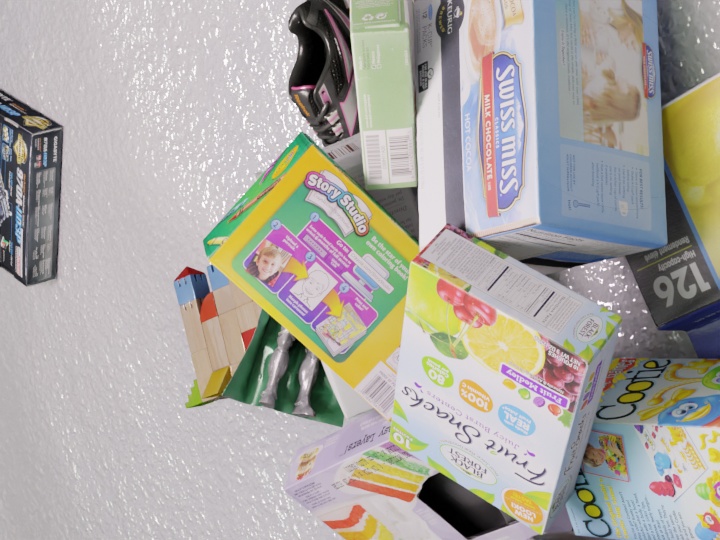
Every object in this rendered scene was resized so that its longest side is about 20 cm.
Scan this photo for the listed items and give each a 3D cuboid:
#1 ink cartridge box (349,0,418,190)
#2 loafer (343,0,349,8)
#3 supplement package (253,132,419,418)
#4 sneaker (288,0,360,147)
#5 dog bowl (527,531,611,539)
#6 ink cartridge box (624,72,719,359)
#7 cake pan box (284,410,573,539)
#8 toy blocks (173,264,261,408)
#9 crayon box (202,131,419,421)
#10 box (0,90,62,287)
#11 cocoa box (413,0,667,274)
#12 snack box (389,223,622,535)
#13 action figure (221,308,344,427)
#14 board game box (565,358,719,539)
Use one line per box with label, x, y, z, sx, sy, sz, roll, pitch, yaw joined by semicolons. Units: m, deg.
ink cartridge box;0.020;-0.183;1.083;0.202;0.047;0.147;-91;-4;-46
loafer;-0.003;-0.282;1.167;0.062;0.072;0.203;-2;98;2
supplement package;0.000;0.000;1.179;0.117;0.116;0.202;-129;19;-74
sneaker;-0.025;-0.146;1.234;0.080;0.086;0.203;-3;102;48
dog bowl;0.210;0.232;1.046;0.199;0.198;0.060;-4;82;46
ink cartridge box;0.271;-0.034;0.996;0.197;0.047;0.202;-31;79;47
cake pan box;0.061;0.197;1.212;0.184;0.053;0.199;41;135;-21
toy blocks;-0.106;0.043;1.387;0.199;0.099;0.139;-22;79;37
crayon box;-0.010;0.005;1.087;0.200;0.119;0.058;43;-176;-16
box;-0.426;-0.104;1.694;0.158;0.046;0.202;29;122;37
cocoa box;0.128;-0.111;1.007;0.131;0.132;0.203;-14;73;52
snack box;0.096;0.081;0.992;0.141;0.053;0.201;31;142;22
action figure;-0.047;0.031;1.294;0.055;0.117;0.203;159;125;-68
board game box;0.247;0.131;1.022;0.199;0.103;0.106;-3;113;46
